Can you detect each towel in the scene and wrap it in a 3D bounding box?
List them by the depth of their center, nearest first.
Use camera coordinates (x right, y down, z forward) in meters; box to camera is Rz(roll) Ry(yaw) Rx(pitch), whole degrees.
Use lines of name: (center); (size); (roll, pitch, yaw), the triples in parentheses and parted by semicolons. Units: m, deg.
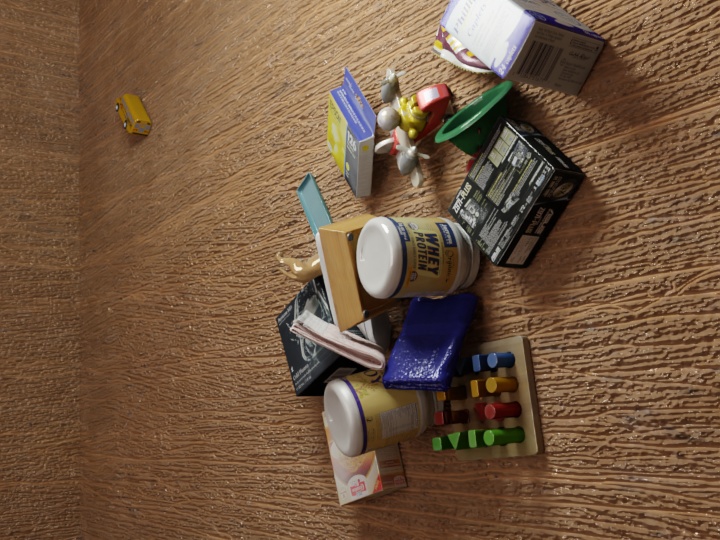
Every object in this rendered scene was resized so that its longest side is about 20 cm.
towel: (0.131, 0.134, 1.539); (0.146, 0.050, 0.202); (-6, 45, 39)
towel: (-0.038, 0.133, 1.614); (0.200, 0.188, 0.033); (-52, -13, -88)

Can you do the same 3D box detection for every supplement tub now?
supplement tub: (0.106, -0.024, 1.539); (0.144, 0.196, 0.148); (6, 97, 61)
supplement tub: (0.044, 0.257, 1.589); (0.145, 0.197, 0.148); (43, 140, 52)

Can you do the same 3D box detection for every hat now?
hat: (0.243, -0.215, 1.516); (0.177, 0.166, 0.199); (52, 153, -12)

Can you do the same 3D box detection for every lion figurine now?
lion figurine: (-0.089, -0.015, 1.764); (0.198, 0.073, 0.123); (-30, 39, -1)

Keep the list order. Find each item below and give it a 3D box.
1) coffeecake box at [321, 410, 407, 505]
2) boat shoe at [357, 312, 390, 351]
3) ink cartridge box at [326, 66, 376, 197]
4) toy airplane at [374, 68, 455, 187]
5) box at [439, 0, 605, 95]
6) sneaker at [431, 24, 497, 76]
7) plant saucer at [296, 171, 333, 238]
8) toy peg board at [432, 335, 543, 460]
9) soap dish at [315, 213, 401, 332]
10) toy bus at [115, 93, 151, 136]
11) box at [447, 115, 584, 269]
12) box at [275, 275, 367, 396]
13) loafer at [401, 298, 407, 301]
coffeecake box: (0.005, 0.373, 1.758); (0.153, 0.072, 0.204); (-34, 62, 45)
boat shoe: (0.006, 0.077, 1.733); (0.064, 0.073, 0.204); (-6, 108, 37)
ink cartridge box: (-0.022, -0.295, 1.795); (0.202, 0.046, 0.199); (92, 160, -44)
toy airplane: (0.084, -0.286, 1.648); (0.199, 0.139, 0.203); (33, 114, 48)
box: (0.266, -0.393, 1.383); (0.201, 0.181, 0.106); (53, 128, 39)
sneaker: (0.205, -0.423, 1.553); (0.199, 0.074, 0.092); (39, 122, 46)
plant saucer: (-0.100, -0.135, 1.979); (0.070, 0.019, 0.202); (-50, 49, 38)
toy peg board: (0.206, 0.232, 1.485); (0.199, 0.096, 0.204); (-20, 72, 50)
soap dish: (0.000, 0.000, 1.621); (0.080, 0.156, 0.204); (-7, 98, 39)
toy bus: (-0.775, -0.534, 2.854); (0.079, 0.064, 0.201); (-60, 45, 30)
box: (0.263, -0.132, 1.445); (0.164, 0.085, 0.202); (53, 127, 40)
box: (-0.071, 0.143, 1.838); (0.200, 0.122, 0.200); (-46, 51, 41)
loafer: (0.042, -0.016, 1.736); (0.071, 0.072, 0.203); (-45, 54, 38)
